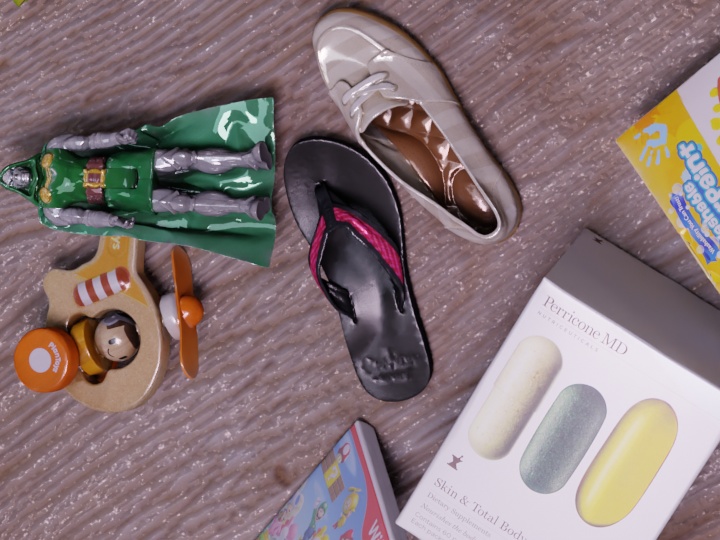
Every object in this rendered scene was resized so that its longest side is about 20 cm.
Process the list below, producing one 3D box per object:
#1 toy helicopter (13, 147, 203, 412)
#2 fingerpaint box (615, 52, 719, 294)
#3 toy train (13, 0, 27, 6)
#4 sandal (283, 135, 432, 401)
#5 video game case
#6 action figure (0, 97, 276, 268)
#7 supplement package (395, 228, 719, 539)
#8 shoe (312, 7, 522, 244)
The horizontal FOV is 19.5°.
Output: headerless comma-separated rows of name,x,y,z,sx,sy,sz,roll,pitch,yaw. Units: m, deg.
toy helicopter,-0.166,0.004,1.506,0.132,0.079,0.201,9,93,21
fingerpaint box,0.286,-0.052,1.317,0.167,0.073,0.200,-41,65,21
toy train,-0.268,-0.231,1.479,0.200,0.085,0.116,-40,103,21
sandal,0.000,0.000,1.466,0.075,0.045,0.200,-17,98,20
video game case,-0.042,0.221,1.490,0.017,0.143,0.200,28,113,-27
action figure,-0.160,-0.063,1.466,0.199,0.055,0.118,0,84,15
supplement package,0.149,0.106,1.390,0.152,0.151,0.200,32,110,7
shoe,0.038,-0.098,1.426,0.070,0.053,0.200,-41,89,21
